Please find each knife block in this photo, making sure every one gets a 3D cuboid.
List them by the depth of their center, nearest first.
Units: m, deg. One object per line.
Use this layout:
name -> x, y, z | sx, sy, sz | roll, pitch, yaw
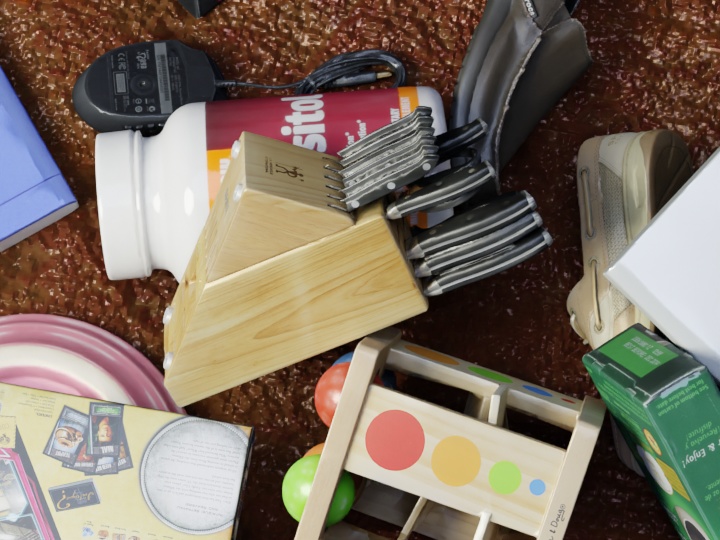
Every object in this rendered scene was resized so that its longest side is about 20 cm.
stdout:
knife block -> 0.000, 0.000, 1.654 | 0.175, 0.064, 0.200 | 17, 120, -13

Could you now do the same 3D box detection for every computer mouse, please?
computer mouse -> -0.072, -0.105, 1.789 | 0.199, 0.034, 0.059 | -1, 60, -6

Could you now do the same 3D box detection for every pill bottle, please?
pill bottle -> -0.049, -0.043, 1.728 | 0.199, 0.113, 0.113 | -5, 77, -1

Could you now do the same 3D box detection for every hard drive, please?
hard drive -> 0.248, 0.023, 1.628 | 0.200, 0.027, 0.132 | 44, 86, -2
hard drive -> -0.272, -0.092, 1.784 | 0.132, 0.025, 0.200 | -29, 79, -6

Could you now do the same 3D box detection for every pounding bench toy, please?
pounding bench toy -> 0.031, 0.148, 1.674 | 0.156, 0.124, 0.201 | 18, 96, 5

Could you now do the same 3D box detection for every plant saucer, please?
plant saucer -> -0.191, 0.120, 1.722 | 0.200, 0.051, 0.201 | 0, 78, 0

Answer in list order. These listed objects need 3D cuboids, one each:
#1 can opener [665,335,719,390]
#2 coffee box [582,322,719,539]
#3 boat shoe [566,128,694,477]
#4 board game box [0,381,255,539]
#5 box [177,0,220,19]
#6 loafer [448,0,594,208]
can opener -> 0.236, 0.001, 1.724 | 0.063, 0.079, 0.200 | 46, 50, -11
coffee box -> 0.198, 0.131, 1.646 | 0.044, 0.123, 0.200 | -31, 104, -5
boat shoe -> 0.157, 0.020, 1.744 | 0.064, 0.071, 0.201 | -3, 83, 35
board game box -> -0.169, 0.137, 1.674 | 0.199, 0.035, 0.136 | 10, 77, 2
box -> -0.129, -0.266, 1.775 | 0.106, 0.122, 0.200 | -44, 80, -10
loafer -> 0.101, -0.128, 1.767 | 0.071, 0.073, 0.201 | 16, 77, 6
